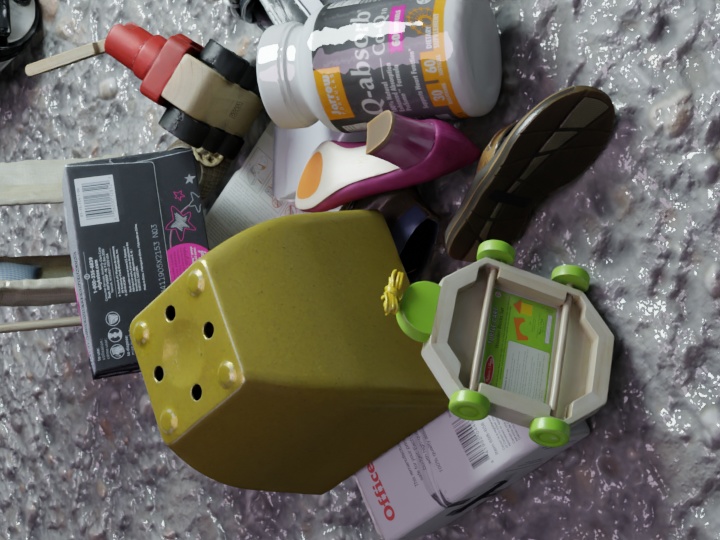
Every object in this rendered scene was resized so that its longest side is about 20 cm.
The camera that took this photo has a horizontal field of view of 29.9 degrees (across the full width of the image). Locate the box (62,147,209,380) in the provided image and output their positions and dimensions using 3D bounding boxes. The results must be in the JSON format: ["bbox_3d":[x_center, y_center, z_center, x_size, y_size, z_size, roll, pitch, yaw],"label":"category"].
[{"bbox_3d":[-0.215,-0.003,1.321,0.115,0.131,0.202,144,117,-76],"label":"box"}]

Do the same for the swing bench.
[{"bbox_3d":[-0.337,-0.028,1.465,0.130,0.197,0.202,166,98,-71],"label":"swing bench"}]

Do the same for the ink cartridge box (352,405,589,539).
[{"bbox_3d":[0.080,0.130,1.190,0.200,0.083,0.145,-39,65,34],"label":"ink cartridge box"}]

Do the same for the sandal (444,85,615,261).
[{"bbox_3d":[0.136,-0.087,1.155,0.201,0.081,0.055,-55,35,36],"label":"sandal"}]

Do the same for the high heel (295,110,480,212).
[{"bbox_3d":[0.018,-0.088,1.208,0.200,0.095,0.068,-34,46,52],"label":"high heel"}]

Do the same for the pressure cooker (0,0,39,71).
[{"bbox_3d":[-0.490,-0.314,1.638,0.199,0.179,0.176,-29,111,38],"label":"pressure cooker"}]

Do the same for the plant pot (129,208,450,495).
[{"bbox_3d":[-0.077,0.072,1.147,0.194,0.199,0.197,-39,63,35],"label":"plant pot"}]

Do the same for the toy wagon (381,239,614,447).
[{"bbox_3d":[0.109,0.051,1.093,0.040,0.198,0.156,119,167,-57],"label":"toy wagon"}]

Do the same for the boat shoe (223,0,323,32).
[{"bbox_3d":[-0.102,-0.276,1.344,0.200,0.068,0.074,52,165,21],"label":"boat shoe"}]

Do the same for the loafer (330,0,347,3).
[{"bbox_3d":[0.063,-0.273,1.224,0.199,0.063,0.072,-21,47,36],"label":"loafer"}]

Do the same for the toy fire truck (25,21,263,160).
[{"bbox_3d":[-0.207,-0.193,1.337,0.199,0.176,0.129,34,96,10],"label":"toy fire truck"}]

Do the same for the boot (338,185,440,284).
[{"bbox_3d":[0.000,0.000,1.259,0.097,0.074,0.201,42,114,41],"label":"boot"}]

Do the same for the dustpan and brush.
[{"bbox_3d":[-0.001,-0.145,1.286,0.199,0.057,0.141,-13,70,48],"label":"dustpan and brush"}]

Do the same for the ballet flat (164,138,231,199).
[{"bbox_3d":[-0.216,-0.083,1.406,0.199,0.046,0.068,-34,86,-8],"label":"ballet flat"}]

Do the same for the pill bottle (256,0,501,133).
[{"bbox_3d":[0.016,-0.182,1.187,0.198,0.116,0.118,-5,88,24],"label":"pill bottle"}]

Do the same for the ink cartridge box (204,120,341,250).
[{"bbox_3d":[-0.087,-0.030,1.376,0.161,0.050,0.201,42,101,33],"label":"ink cartridge box"}]
